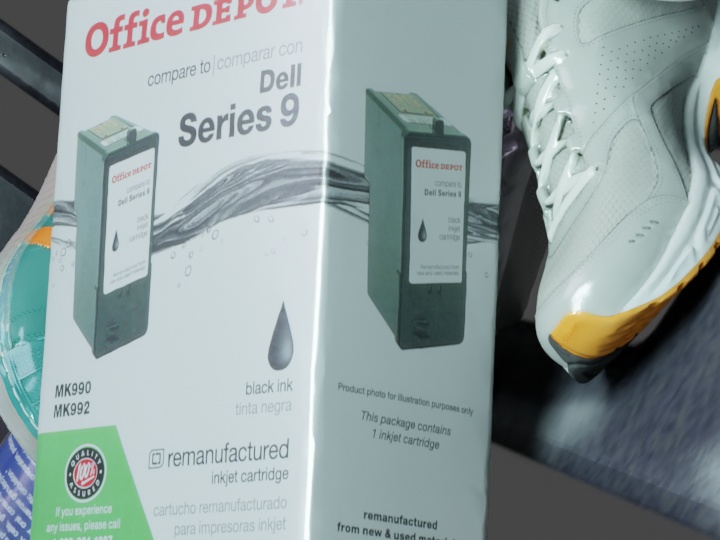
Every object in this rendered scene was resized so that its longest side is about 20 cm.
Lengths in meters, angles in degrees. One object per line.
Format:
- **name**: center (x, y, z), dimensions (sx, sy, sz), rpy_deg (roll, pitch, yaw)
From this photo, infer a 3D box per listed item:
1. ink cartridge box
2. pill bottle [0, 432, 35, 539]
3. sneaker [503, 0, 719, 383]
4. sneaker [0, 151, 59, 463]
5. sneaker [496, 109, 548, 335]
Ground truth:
- **ink cartridge box**: center (-0.031, 0.001, 0.959), dimensions (0.145, 0.084, 0.201), rpy_deg (-9, 74, 46)
- **pill bottle**: center (-0.125, 0.127, 1.265), dimensions (0.200, 0.111, 0.111), rpy_deg (-53, 10, 8)
- **sneaker**: center (0.073, -0.046, 0.959), dimensions (0.076, 0.092, 0.200), rpy_deg (-48, 13, 37)
- **sneaker**: center (-0.080, -0.011, 1.064), dimensions (0.080, 0.071, 0.201), rpy_deg (-32, 29, 31)
- **sneaker**: center (0.083, -0.067, 1.068), dimensions (0.075, 0.082, 0.201), rpy_deg (42, 116, 64)
